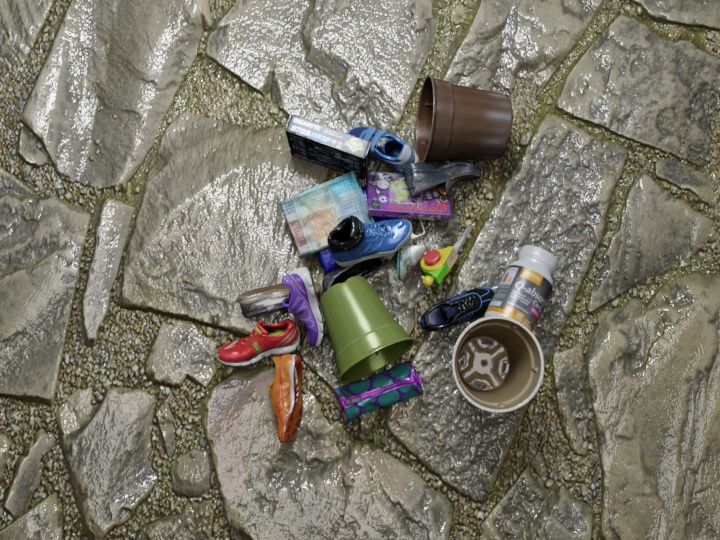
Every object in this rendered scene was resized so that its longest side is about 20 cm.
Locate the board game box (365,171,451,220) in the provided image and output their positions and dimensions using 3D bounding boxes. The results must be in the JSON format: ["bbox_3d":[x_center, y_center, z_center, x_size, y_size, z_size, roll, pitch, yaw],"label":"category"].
[{"bbox_3d":[0.112,-0.177,1.623,0.196,0.032,0.122,3,59,-9],"label":"board game box"}]

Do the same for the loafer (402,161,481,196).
[{"bbox_3d":[0.196,-0.213,1.617,0.196,0.073,0.074,-6,80,-14],"label":"loafer"}]

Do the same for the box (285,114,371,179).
[{"bbox_3d":[-0.074,-0.288,1.613,0.197,0.159,0.047,19,80,3],"label":"box"}]

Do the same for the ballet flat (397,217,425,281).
[{"bbox_3d":[0.120,-0.076,1.630,0.070,0.069,0.204,-3,79,12],"label":"ballet flat"}]

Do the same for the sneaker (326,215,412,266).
[{"bbox_3d":[0.019,-0.084,1.558,0.197,0.112,0.078,-19,57,6],"label":"sneaker"}]

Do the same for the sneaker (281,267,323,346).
[{"bbox_3d":[-0.134,0.086,1.574,0.082,0.081,0.203,-15,116,-2],"label":"sneaker"}]

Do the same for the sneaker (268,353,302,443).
[{"bbox_3d":[-0.177,0.298,1.595,0.076,0.073,0.204,-2,77,21],"label":"sneaker"}]

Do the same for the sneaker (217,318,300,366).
[{"bbox_3d":[-0.240,0.157,1.587,0.197,0.086,0.077,-17,39,-9],"label":"sneaker"}]

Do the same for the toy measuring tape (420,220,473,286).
[{"bbox_3d":[0.198,-0.044,1.636,0.073,0.074,0.201,33,68,4],"label":"toy measuring tape"}]

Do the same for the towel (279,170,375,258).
[{"bbox_3d":[-0.077,-0.133,1.614,0.197,0.022,0.149,-22,84,-4],"label":"towel"}]

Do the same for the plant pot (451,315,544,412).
[{"bbox_3d":[0.292,0.209,1.535,0.196,0.184,0.205,0,83,1],"label":"plant pot"}]

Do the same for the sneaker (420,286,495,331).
[{"bbox_3d":[0.233,0.092,1.603,0.197,0.078,0.071,-25,83,-2],"label":"sneaker"}]

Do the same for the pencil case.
[{"bbox_3d":[0.043,0.279,1.574,0.197,0.092,0.086,-20,83,-3],"label":"pencil case"}]

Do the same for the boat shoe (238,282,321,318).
[{"bbox_3d":[-0.188,0.070,1.618,0.196,0.072,0.066,-10,107,-13],"label":"boat shoe"}]

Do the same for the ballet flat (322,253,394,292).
[{"bbox_3d":[0.000,0.000,1.619,0.198,0.057,0.067,-31,126,2],"label":"ballet flat"}]

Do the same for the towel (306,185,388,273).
[{"bbox_3d":[-0.030,-0.101,1.644,0.198,0.050,0.149,-28,83,-3],"label":"towel"}]

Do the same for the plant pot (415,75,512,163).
[{"bbox_3d":[0.243,-0.345,1.610,0.194,0.200,0.205,4,83,-6],"label":"plant pot"}]

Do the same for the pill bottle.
[{"bbox_3d":[0.376,0.051,1.584,0.115,0.117,0.202,28,76,4],"label":"pill bottle"}]

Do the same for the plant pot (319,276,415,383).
[{"bbox_3d":[-0.002,0.124,1.560,0.197,0.200,0.192,-26,71,-3],"label":"plant pot"}]

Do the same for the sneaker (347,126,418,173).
[{"bbox_3d":[0.046,-0.304,1.641,0.198,0.082,0.075,25,88,23],"label":"sneaker"}]
